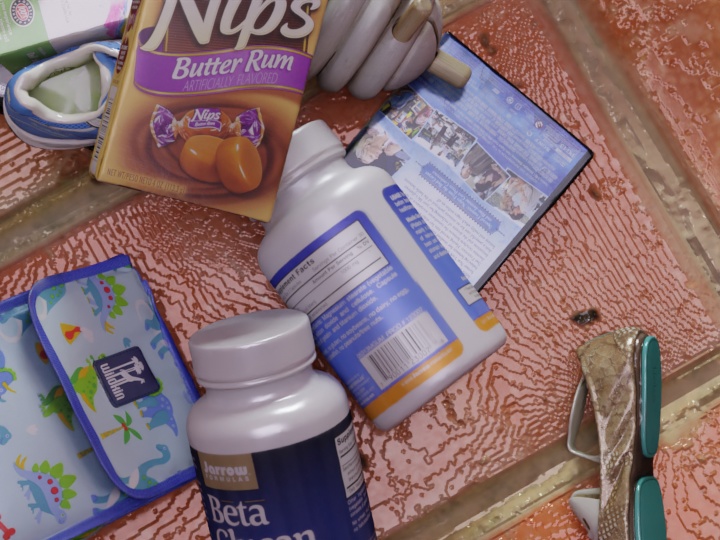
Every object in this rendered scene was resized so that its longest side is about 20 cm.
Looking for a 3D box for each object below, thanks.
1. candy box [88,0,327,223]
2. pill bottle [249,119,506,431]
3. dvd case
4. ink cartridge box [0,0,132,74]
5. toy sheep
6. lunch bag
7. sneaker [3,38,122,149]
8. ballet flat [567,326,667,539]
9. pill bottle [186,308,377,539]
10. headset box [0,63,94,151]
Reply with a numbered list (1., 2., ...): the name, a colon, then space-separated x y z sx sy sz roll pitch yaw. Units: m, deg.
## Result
1. candy box: -0.093 -0.142 1.156 0.117 0.056 0.200 13 93 -17
2. pill bottle: 0.000 0.000 1.236 0.112 0.112 0.200 -36 84 -4
3. dvd case: 0.053 -0.054 1.309 0.143 0.018 0.200 40 84 3
4. ink cartridge box: -0.161 -0.218 1.223 0.200 0.067 0.117 -15 84 -1
5. toy sheep: -0.007 -0.187 1.267 0.200 0.138 0.138 35 84 -6
6. lunch bag: -0.211 0.101 1.241 0.200 0.127 0.170 -25 85 -21
7. sneaker: -0.142 -0.119 1.210 0.200 0.077 0.076 -11 85 -3
8. ballet flat: 0.180 0.141 1.273 0.065 0.070 0.200 -4 80 26
9. pill bottle: -0.055 0.133 1.211 0.111 0.111 0.200 -12 103 -2
10. headset box: -0.187 -0.193 1.293 0.149 0.077 0.200 23 85 2
